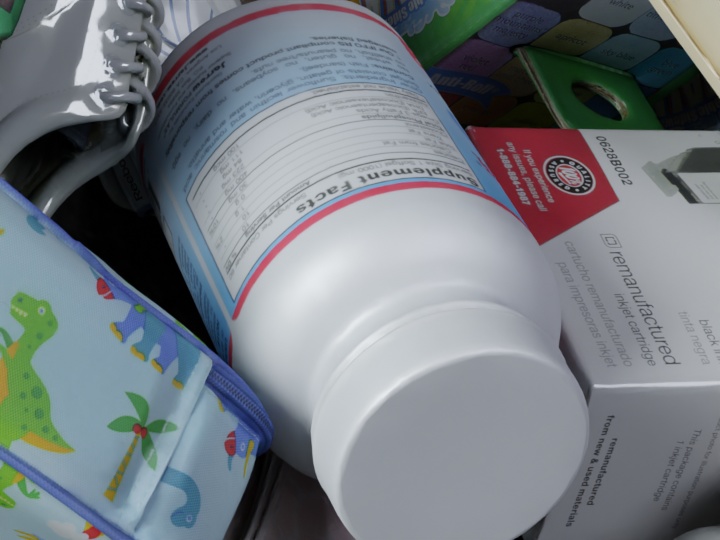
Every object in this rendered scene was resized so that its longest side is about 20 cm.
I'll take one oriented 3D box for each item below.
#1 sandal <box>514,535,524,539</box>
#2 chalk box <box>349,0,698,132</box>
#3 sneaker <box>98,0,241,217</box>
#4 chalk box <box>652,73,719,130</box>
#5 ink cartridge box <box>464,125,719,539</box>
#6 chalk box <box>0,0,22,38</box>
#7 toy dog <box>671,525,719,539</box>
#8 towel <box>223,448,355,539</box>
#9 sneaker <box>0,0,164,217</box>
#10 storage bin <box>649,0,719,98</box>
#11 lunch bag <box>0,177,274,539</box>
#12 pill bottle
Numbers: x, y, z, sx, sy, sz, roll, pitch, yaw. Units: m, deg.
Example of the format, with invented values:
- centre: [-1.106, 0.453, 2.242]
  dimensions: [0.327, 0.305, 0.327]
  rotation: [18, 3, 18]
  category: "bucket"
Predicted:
- centre: [0.042, 0.100, 0.796]
  dimensions: [0.075, 0.045, 0.201]
  rotation: [48, 29, -41]
  category: "sandal"
- centre: [0.074, -0.131, 0.932]
  dimensions: [0.124, 0.124, 0.201]
  rotation: [11, 58, -40]
  category: "chalk box"
- centre: [-0.077, -0.074, 0.855]
  dimensions: [0.200, 0.074, 0.087]
  rotation: [43, 57, -15]
  category: "sneaker"
- centre: [0.193, -0.102, 1.047]
  dimensions: [0.125, 0.124, 0.201]
  rotation: [4, 67, -60]
  category: "chalk box"
- centre: [0.140, 0.020, 0.847]
  dimensions: [0.199, 0.083, 0.147]
  rotation: [-1, 41, -20]
  category: "ink cartridge box"
- centre: [-0.168, -0.124, 0.692]
  dimensions: [0.124, 0.200, 0.125]
  rotation: [31, 52, -27]
  category: "chalk box"
- centre: [0.146, 0.155, 0.794]
  dimensions: [0.200, 0.132, 0.096]
  rotation: [35, 18, -40]
  category: "toy dog"
- centre: [0.016, 0.130, 0.812]
  dimensions: [0.200, 0.032, 0.191]
  rotation: [59, 24, -20]
  category: "towel"
- centre: [-0.097, -0.073, 0.778]
  dimensions: [0.201, 0.071, 0.073]
  rotation: [-58, 160, -3]
  category: "sneaker"
- centre: [0.177, -0.146, 0.854]
  dimensions: [0.200, 0.094, 0.198]
  rotation: [54, 40, 0]
  category: "storage bin"
- centre: [-0.140, 0.028, 0.687]
  dimensions: [0.200, 0.160, 0.083]
  rotation: [39, 58, -25]
  category: "lunch bag"
- centre: [0.000, 0.000, 0.750]
  dimensions: [0.108, 0.109, 0.200]
  rotation: [21, 25, -33]
  category: "pill bottle"
